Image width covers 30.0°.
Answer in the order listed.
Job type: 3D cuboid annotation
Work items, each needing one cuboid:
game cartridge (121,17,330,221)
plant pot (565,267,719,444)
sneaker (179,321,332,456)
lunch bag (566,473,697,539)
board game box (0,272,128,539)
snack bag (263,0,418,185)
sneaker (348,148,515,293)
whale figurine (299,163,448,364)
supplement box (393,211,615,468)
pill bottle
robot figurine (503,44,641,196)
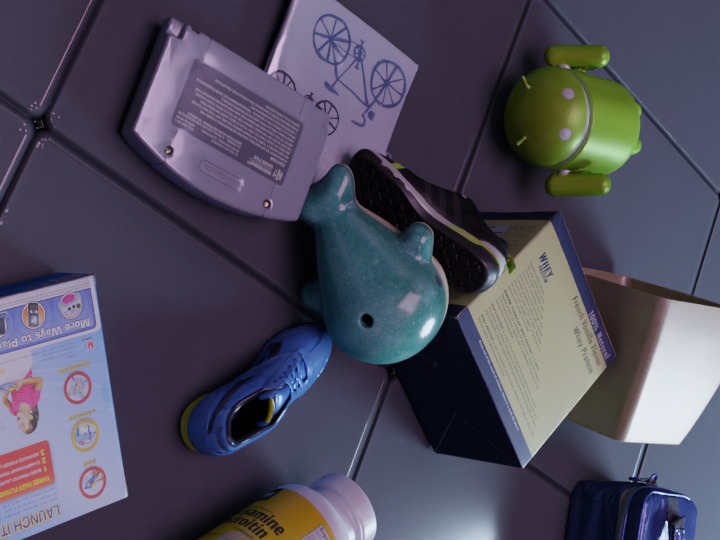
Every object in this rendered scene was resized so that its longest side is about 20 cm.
[{"bbox_3d":[-0.124,-0.130,1.257,0.199,0.041,0.135,29,79,-36],"label":"game cartridge"},{"bbox_3d":[0.322,0.105,1.620,0.198,0.199,0.179,9,97,-44],"label":"plant pot"},{"bbox_3d":[-0.082,0.116,1.296,0.200,0.078,0.067,-36,114,-39],"label":"sneaker"},{"bbox_3d":[0.346,0.354,1.686,0.135,0.131,0.203,15,82,-44],"label":"lunch bag"},{"bbox_3d":[-0.298,0.119,1.097,0.199,0.055,0.199,-16,103,-43],"label":"board game box"},{"bbox_3d":[-0.032,-0.167,1.370,0.188,0.021,0.202,30,74,-40],"label":"snack bag"},{"bbox_3d":[0.072,-0.054,1.377,0.200,0.072,0.083,42,41,4],"label":"sneaker"},{"bbox_3d":[0.000,0.000,1.317,0.201,0.158,0.104,60,24,-10],"label":"whale figurine"},{"bbox_3d":[0.149,0.070,1.478,0.200,0.133,0.202,-43,119,-34],"label":"supplement box"},{"bbox_3d":[-0.080,0.274,1.279,0.199,0.111,0.113,-28,111,-40],"label":"pill bottle"},{"bbox_3d":[0.248,-0.174,1.578,0.198,0.115,0.178,5,86,-44],"label":"robot figurine"}]
